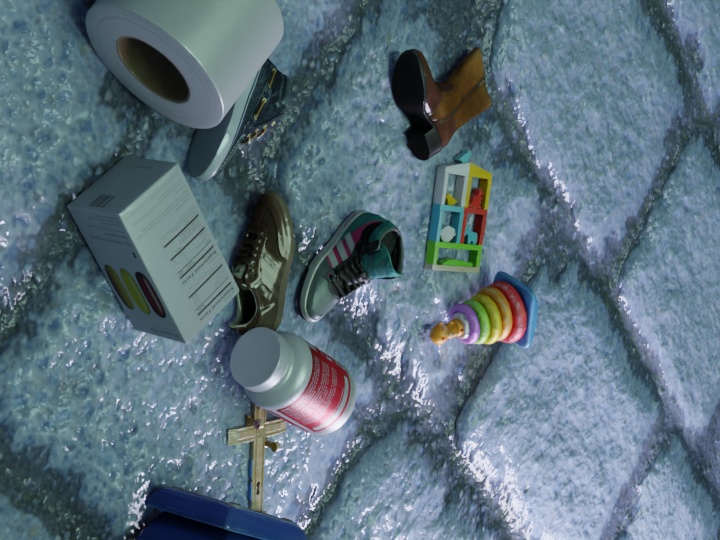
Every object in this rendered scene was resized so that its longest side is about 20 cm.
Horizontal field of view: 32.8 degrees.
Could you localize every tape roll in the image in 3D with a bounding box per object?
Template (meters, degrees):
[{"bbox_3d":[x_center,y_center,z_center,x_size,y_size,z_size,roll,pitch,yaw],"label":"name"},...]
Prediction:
[{"bbox_3d":[-0.210,-0.289,1.468,0.140,0.201,0.203,-57,133,-23],"label":"tape roll"}]

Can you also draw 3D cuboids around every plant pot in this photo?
[{"bbox_3d":[-0.193,0.401,1.640,0.199,0.198,0.182,29,71,-46],"label":"plant pot"}]

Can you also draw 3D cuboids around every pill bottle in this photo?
[{"bbox_3d":[-0.096,0.154,1.731,0.200,0.111,0.114,39,70,-53],"label":"pill bottle"}]

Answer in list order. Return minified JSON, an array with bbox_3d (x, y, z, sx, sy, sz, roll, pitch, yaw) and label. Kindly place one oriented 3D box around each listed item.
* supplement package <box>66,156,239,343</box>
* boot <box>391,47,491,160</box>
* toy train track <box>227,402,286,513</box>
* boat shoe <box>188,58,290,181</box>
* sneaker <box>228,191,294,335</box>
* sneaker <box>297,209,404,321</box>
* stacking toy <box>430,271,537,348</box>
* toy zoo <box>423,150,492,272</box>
[{"bbox_3d":[-0.256,-0.026,1.535,0.110,0.113,0.202,-46,128,-33],"label":"supplement package"},{"bbox_3d":[0.142,-0.300,1.946,0.200,0.068,0.190,-42,126,-34],"label":"boot"},{"bbox_3d":[-0.142,0.278,1.783,0.114,0.032,0.203,-8,105,-46],"label":"toy train track"},{"bbox_3d":[-0.155,-0.196,1.640,0.091,0.070,0.203,34,71,-41],"label":"boat shoe"},{"bbox_3d":[-0.141,-0.007,1.697,0.075,0.070,0.203,-6,102,-45],"label":"sneaker"},{"bbox_3d":[0.000,0.000,1.815,0.201,0.120,0.084,-57,133,-22],"label":"sneaker"},{"bbox_3d":[0.194,0.087,2.074,0.198,0.109,0.118,-17,122,-32],"label":"stacking toy"},{"bbox_3d":[0.166,-0.099,2.049,0.130,0.020,0.203,4,96,-48],"label":"toy zoo"}]
